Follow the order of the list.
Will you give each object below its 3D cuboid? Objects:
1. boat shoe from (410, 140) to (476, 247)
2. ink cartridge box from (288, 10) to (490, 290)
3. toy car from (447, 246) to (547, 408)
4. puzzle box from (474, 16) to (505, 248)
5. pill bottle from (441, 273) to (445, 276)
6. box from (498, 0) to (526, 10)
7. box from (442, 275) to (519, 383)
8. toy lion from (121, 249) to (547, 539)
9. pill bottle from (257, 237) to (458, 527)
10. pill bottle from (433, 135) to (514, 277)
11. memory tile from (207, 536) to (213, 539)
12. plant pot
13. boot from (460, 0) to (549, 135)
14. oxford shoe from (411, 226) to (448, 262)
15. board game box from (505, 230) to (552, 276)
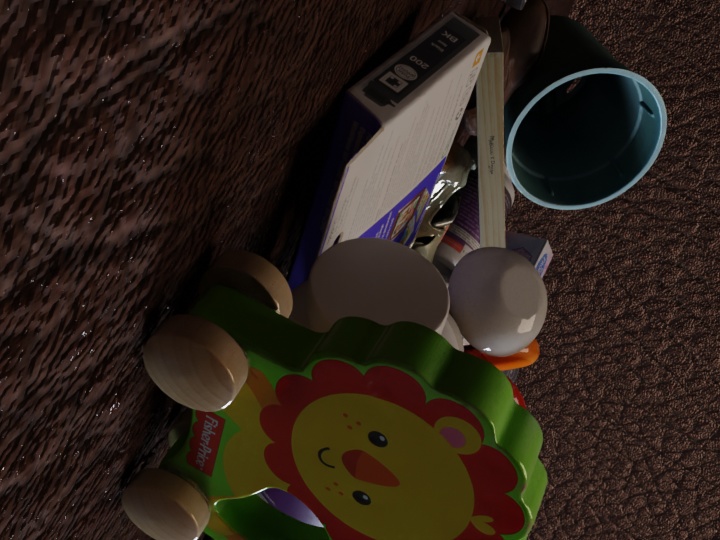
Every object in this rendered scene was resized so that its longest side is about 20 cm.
[{"bbox_3d":[0.062,-0.064,0.938,0.075,0.068,0.200,-59,172,-25],"label":"boat shoe"},{"bbox_3d":[0.003,-0.049,0.632,0.200,0.043,0.199,-47,163,-45],"label":"ink cartridge box"},{"bbox_3d":[0.056,0.082,0.728,0.199,0.151,0.175,-26,-179,-31],"label":"toy car"},{"bbox_3d":[0.123,-0.126,0.893,0.133,0.025,0.202,-79,166,-61],"label":"puzzle box"},{"bbox_3d":[0.038,0.092,1.163,0.201,0.111,0.112,-62,173,-14],"label":"pill bottle"},{"bbox_3d":[0.152,-0.317,0.749,0.162,0.049,0.200,-65,173,1],"label":"box"},{"bbox_3d":[0.085,0.073,1.008,0.199,0.114,0.133,15,92,-52],"label":"box"},{"bbox_3d":[-0.013,0.094,0.456,0.069,0.190,0.201,-55,170,-46],"label":"toy lion"},{"bbox_3d":[-0.007,0.080,0.560,0.113,0.112,0.201,-56,166,-44],"label":"pill bottle"},{"bbox_3d":[0.137,-0.081,1.243,0.201,0.111,0.112,-60,172,-22],"label":"pill bottle"},{"bbox_3d":[-0.124,0.247,0.931,0.201,0.017,0.153,-63,173,-1],"label":"memory tile"},{"bbox_3d":[0.259,-0.216,1.205,0.197,0.198,0.201,-102,-152,-49],"label":"plant pot"},{"bbox_3d":[0.155,-0.243,1.027,0.188,0.064,0.200,-66,168,2],"label":"boot"},{"bbox_3d":[0.051,-0.010,1.091,0.074,0.070,0.202,44,63,-78],"label":"oxford shoe"},{"bbox_3d":[0.130,0.028,1.270,0.201,0.199,0.041,-60,144,-20],"label":"board game box"}]
